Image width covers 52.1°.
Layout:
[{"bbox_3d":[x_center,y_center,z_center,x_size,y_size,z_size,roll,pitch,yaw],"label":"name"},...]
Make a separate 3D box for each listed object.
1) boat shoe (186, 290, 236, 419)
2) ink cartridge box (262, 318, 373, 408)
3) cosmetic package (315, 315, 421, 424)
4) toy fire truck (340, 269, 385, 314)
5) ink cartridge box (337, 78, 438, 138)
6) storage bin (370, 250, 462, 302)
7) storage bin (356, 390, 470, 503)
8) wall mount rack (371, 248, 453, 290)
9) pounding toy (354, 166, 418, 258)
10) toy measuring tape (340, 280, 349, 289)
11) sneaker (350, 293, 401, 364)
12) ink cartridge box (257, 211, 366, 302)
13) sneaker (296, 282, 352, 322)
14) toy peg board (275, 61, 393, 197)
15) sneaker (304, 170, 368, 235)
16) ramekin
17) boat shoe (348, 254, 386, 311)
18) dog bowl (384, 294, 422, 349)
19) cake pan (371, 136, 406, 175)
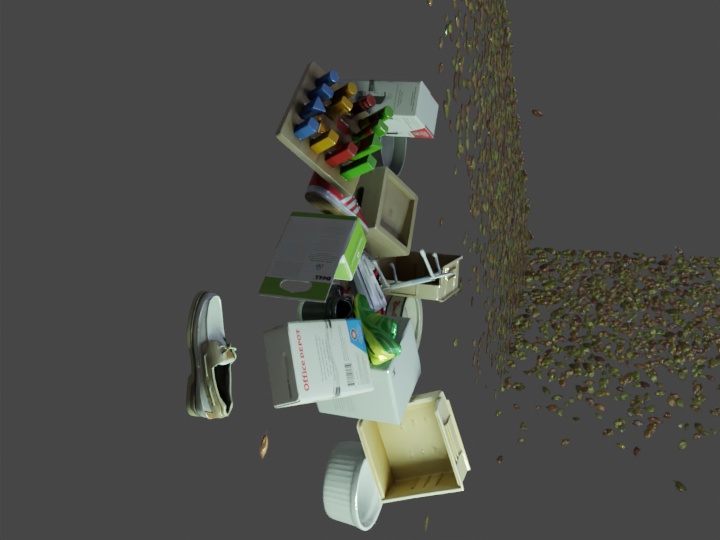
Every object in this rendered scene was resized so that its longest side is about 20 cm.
[{"bbox_3d":[-0.232,0.134,1.173,0.075,0.067,0.203,-14,106,-67],"label":"boat shoe"},{"bbox_3d":[-0.080,0.174,1.413,0.198,0.084,0.148,2,73,-46],"label":"ink cartridge box"},{"bbox_3d":[0.008,0.209,1.611,0.168,0.197,0.168,-59,146,-46],"label":"cosmetic package"},{"bbox_3d":[0.009,0.066,1.789,0.141,0.048,0.202,-56,145,-50],"label":"toy fire truck"},{"bbox_3d":[0.058,-0.361,1.643,0.144,0.197,0.085,23,76,-67],"label":"ink cartridge box"},{"bbox_3d":[0.143,0.011,1.918,0.198,0.197,0.095,-22,116,-66],"label":"storage bin"},{"bbox_3d":[0.118,0.391,1.645,0.094,0.198,0.201,-28,101,-65],"label":"storage bin"},{"bbox_3d":[0.112,-0.002,1.726,0.174,0.197,0.076,-4,81,-74],"label":"wall mount rack"},{"bbox_3d":[0.041,-0.148,1.759,0.184,0.141,0.203,35,59,-49],"label":"pounding toy"},{"bbox_3d":[-0.062,-0.028,1.584,0.202,0.073,0.074,86,21,-43],"label":"toy measuring tape"},{"bbox_3d":[0.030,0.123,1.530,0.201,0.082,0.075,-116,-151,-50],"label":"sneaker"},{"bbox_3d":[-0.090,-0.009,1.400,0.076,0.146,0.202,67,35,-50],"label":"ink cartridge box"},{"bbox_3d":[-0.052,0.074,1.574,0.200,0.098,0.072,-31,120,-65],"label":"sneaker"},{"bbox_3d":[-0.035,-0.289,1.440,0.199,0.097,0.202,39,54,-29],"label":"toy peg board"},{"bbox_3d":[-0.037,-0.160,1.575,0.200,0.070,0.114,40,56,-46],"label":"sneaker"},{"bbox_3d":[-0.014,0.502,1.744,0.200,0.096,0.204,3,90,-68],"label":"ramekin"},{"bbox_3d":[0.000,0.000,1.657,0.066,0.073,0.203,-22,98,-19],"label":"boat shoe"},{"bbox_3d":[0.108,0.151,2.020,0.200,0.073,0.203,4,90,-69],"label":"dog bowl"},{"bbox_3d":[0.071,-0.336,1.891,0.200,0.036,0.204,4,90,-69],"label":"cake pan"}]
